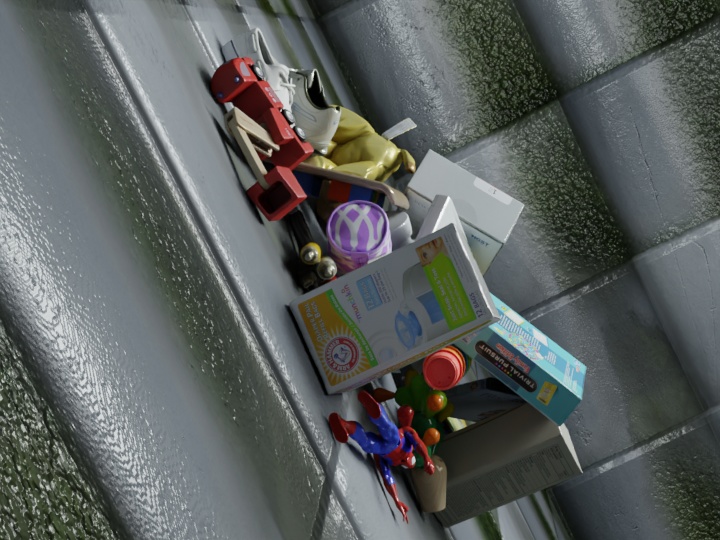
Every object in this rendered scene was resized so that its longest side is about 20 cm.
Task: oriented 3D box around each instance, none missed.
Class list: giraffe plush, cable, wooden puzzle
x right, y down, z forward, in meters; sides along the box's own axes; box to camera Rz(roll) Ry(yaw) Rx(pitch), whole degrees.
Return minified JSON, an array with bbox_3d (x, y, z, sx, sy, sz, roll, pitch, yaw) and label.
[{"bbox_3d":[-0.016,-0.131,1.857,0.163,0.198,0.174,102,-33,-49],"label":"giraffe plush"},{"bbox_3d":[-0.048,-0.013,1.536,0.098,0.050,0.200,57,10,-21],"label":"cable"},{"bbox_3d":[-0.040,-0.110,1.639,0.185,0.198,0.047,-4,113,-82],"label":"wooden puzzle"}]

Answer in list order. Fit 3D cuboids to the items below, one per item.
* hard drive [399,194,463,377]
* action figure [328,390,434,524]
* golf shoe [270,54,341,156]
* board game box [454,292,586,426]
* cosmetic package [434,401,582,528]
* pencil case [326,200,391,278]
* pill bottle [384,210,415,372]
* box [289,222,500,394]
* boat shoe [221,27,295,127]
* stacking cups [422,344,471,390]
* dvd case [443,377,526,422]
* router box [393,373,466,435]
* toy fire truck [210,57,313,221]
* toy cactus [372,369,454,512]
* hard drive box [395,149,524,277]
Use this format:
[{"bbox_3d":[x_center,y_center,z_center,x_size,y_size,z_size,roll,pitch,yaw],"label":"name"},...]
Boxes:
[{"bbox_3d":[0.086,0.022,1.636,0.202,0.026,0.132,-65,150,-27],"label":"hard drive"},{"bbox_3d":[0.036,0.203,1.356,0.100,0.065,0.200,58,5,24],"label":"action figure"},{"bbox_3d":[-0.091,-0.255,1.758,0.078,0.097,0.201,-13,60,-50],"label":"golf shoe"},{"bbox_3d":[0.187,0.096,1.584,0.199,0.047,0.151,38,15,4],"label":"board game box"},{"bbox_3d":[0.175,0.248,1.643,0.104,0.198,0.074,57,13,-46],"label":"cosmetic package"},{"bbox_3d":[0.000,0.000,1.565,0.201,0.083,0.086,82,12,-56],"label":"pencil case"},{"bbox_3d":[0.050,0.028,1.722,0.112,0.110,0.202,-98,173,-68],"label":"pill bottle"},{"bbox_3d":[0.039,0.045,1.377,0.114,0.198,0.101,66,8,8],"label":"box"},{"bbox_3d":[-0.121,-0.246,1.679,0.201,0.065,0.074,60,10,28],"label":"boat shoe"},{"bbox_3d":[0.100,0.110,1.538,0.061,0.060,0.200,64,7,5],"label":"stacking cups"},{"bbox_3d":[0.171,0.177,1.706,0.141,0.199,0.018,14,70,-28],"label":"dvd case"},{"bbox_3d":[0.120,0.233,1.891,0.200,0.052,0.159,54,13,-53],"label":"router box"},{"bbox_3d":[-0.120,-0.159,1.482,0.201,0.049,0.141,56,22,4],"label":"toy fire truck"},{"bbox_3d":[0.070,0.213,1.554,0.200,0.101,0.168,-62,144,-84],"label":"toy cactus"},{"bbox_3d":[0.123,-0.053,1.799,0.155,0.077,0.201,31,-30,3],"label":"hard drive box"}]
